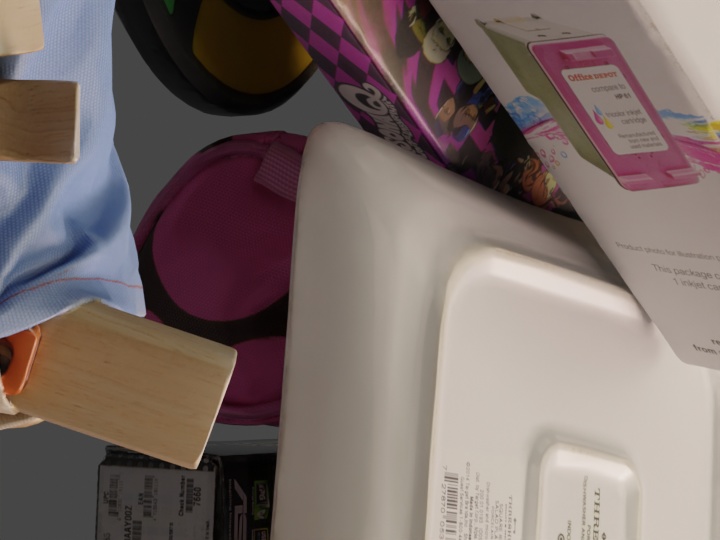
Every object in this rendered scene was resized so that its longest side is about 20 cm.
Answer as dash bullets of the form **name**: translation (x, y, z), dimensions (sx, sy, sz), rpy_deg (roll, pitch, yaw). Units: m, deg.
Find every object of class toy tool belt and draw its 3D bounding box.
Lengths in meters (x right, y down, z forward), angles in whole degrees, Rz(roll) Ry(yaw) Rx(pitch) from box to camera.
- **toy tool belt**: translation (-0.085, -0.060, 0.484), dimensions (0.125, 0.122, 0.201), rpy_deg (-32, 121, -65)

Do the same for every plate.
- **plate**: translation (0.051, 0.076, 0.661), dimensions (0.199, 0.032, 0.201), rpy_deg (17, 73, -48)

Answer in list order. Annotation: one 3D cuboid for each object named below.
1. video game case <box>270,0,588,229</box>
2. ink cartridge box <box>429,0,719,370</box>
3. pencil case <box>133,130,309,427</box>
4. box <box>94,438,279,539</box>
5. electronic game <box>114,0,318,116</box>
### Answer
- **video game case**: translation (0.058, -0.108, 0.695), dimensions (0.182, 0.036, 0.200), rpy_deg (-55, 136, -18)
- **ink cartridge box**: translation (0.104, -0.089, 0.637), dimensions (0.145, 0.084, 0.200), rpy_deg (-51, 123, -22)
- **pencil case**: translation (0.000, 0.000, 0.760), dimensions (0.094, 0.091, 0.200), rpy_deg (-55, 165, 13)
- **box**: translation (-0.027, 0.154, 0.762), dimensions (0.193, 0.047, 0.202), rpy_deg (6, 86, -71)
- **electronic game**: translation (-0.036, -0.146, 0.709), dimensions (0.200, 0.041, 0.202), rpy_deg (3, 90, -68)
